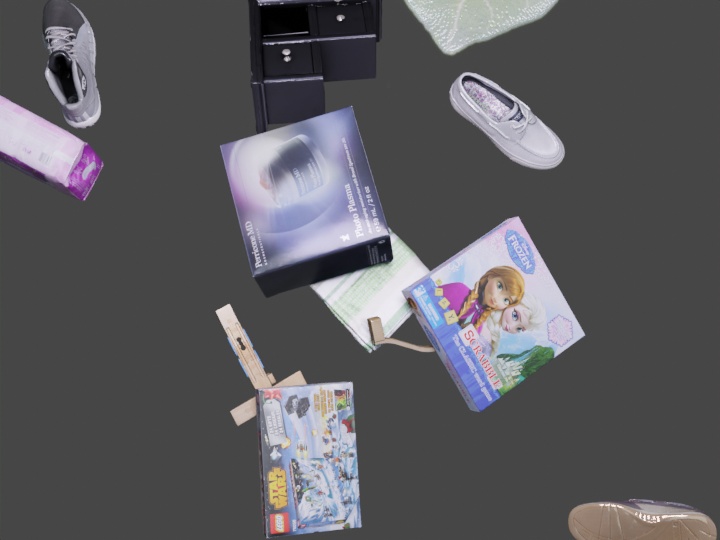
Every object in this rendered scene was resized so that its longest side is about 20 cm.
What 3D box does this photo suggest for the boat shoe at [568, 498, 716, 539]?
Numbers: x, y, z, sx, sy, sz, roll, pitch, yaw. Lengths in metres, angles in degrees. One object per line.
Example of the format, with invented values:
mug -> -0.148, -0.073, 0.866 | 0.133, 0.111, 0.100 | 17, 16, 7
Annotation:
boat shoe -> 0.394, 0.358, 1.342 | 0.197, 0.065, 0.073 | -3, 91, 16

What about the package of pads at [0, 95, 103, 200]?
package of pads -> -0.473, -0.181, 1.353 | 0.198, 0.121, 0.076 | 27, 82, 2

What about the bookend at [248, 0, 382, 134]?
bookend -> -0.058, -0.302, 1.356 | 0.196, 0.093, 0.202 | -4, 51, -2

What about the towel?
towel -> 0.000, 0.000, 1.397 | 0.149, 0.031, 0.200 | -43, 84, -10

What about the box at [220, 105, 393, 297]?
box -> -0.074, -0.093, 1.338 | 0.196, 0.123, 0.202 | -17, 74, 0

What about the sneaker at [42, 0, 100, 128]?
sneaker -> -0.423, -0.315, 1.375 | 0.074, 0.116, 0.203 | -16, 83, -4

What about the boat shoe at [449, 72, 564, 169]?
boat shoe -> 0.221, -0.225, 1.413 | 0.200, 0.069, 0.072 | 43, 83, 4

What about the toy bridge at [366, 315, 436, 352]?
toy bridge -> 0.110, 0.079, 1.371 | 0.197, 0.027, 0.068 | -13, 97, -15

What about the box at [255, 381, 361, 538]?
box -> -0.073, 0.261, 1.331 | 0.135, 0.040, 0.203 | -2, 86, -15

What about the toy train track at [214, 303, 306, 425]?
toy train track -> -0.152, 0.143, 1.359 | 0.114, 0.033, 0.202 | -28, 93, -15

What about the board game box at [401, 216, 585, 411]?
board game box -> 0.190, 0.061, 1.355 | 0.198, 0.041, 0.201 | -33, 96, -15
